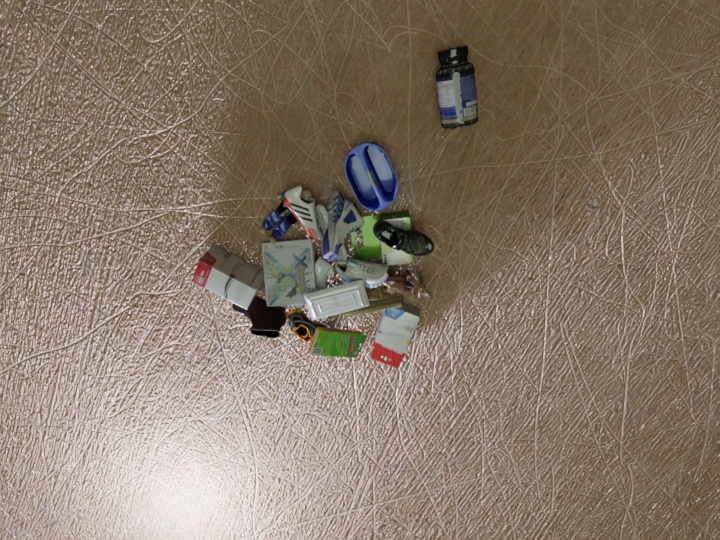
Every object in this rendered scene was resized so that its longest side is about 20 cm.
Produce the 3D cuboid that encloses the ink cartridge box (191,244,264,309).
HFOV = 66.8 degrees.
[{"bbox_3d":[-0.417,0.019,1.746,0.195,0.148,0.085,28,112,-7],"label":"ink cartridge box"}]

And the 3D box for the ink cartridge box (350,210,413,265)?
[{"bbox_3d":[0.065,-0.095,1.713,0.192,0.076,0.153,-6,110,4],"label":"ink cartridge box"}]

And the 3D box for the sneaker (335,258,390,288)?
[{"bbox_3d":[0.000,0.000,1.698,0.194,0.077,0.087,-2,143,34],"label":"sneaker"}]

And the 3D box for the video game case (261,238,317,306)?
[{"bbox_3d":[-0.228,0.009,1.751,0.175,0.022,0.209,-4,94,17],"label":"video game case"}]

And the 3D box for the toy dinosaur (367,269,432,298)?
[{"bbox_3d":[0.122,0.043,1.705,0.192,0.135,0.090,0,92,-16],"label":"toy dinosaur"}]

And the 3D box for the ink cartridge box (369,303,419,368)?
[{"bbox_3d":[0.113,0.210,1.830,0.112,0.068,0.206,20,110,-4],"label":"ink cartridge box"}]

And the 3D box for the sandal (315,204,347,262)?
[{"bbox_3d":[-0.082,-0.120,1.724,0.049,0.081,0.208,-37,116,-28],"label":"sandal"}]

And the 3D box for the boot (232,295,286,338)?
[{"bbox_3d":[-0.340,0.152,1.780,0.192,0.167,0.075,9,112,0],"label":"boot"}]

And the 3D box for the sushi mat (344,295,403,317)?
[{"bbox_3d":[0.046,0.110,1.780,0.192,0.096,0.013,-12,111,8],"label":"sushi mat"}]

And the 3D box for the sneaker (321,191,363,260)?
[{"bbox_3d":[-0.045,-0.129,1.655,0.112,0.080,0.207,17,72,-26],"label":"sneaker"}]

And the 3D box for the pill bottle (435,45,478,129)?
[{"bbox_3d":[0.268,-0.511,1.527,0.107,0.112,0.207,-8,110,6],"label":"pill bottle"}]

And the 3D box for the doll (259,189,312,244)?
[{"bbox_3d":[-0.223,-0.176,1.715,0.136,0.049,0.200,43,103,-16],"label":"doll"}]

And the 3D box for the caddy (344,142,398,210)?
[{"bbox_3d":[0.035,-0.282,1.628,0.138,0.106,0.205,-24,108,13],"label":"caddy"}]

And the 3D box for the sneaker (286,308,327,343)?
[{"bbox_3d":[-0.172,0.207,1.819,0.078,0.079,0.198,-40,128,19],"label":"sneaker"}]

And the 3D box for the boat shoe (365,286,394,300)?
[{"bbox_3d":[0.026,0.064,1.784,0.192,0.069,0.074,-8,92,-14],"label":"boat shoe"}]

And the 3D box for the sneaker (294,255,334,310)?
[{"bbox_3d":[-0.153,0.056,1.787,0.078,0.071,0.204,28,109,-11],"label":"sneaker"}]

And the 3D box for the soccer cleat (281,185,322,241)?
[{"bbox_3d":[-0.160,-0.172,1.669,0.084,0.069,0.201,-33,125,8],"label":"soccer cleat"}]

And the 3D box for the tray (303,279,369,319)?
[{"bbox_3d":[-0.073,0.099,1.710,0.192,0.023,0.110,-14,125,5],"label":"tray"}]

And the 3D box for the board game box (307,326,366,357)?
[{"bbox_3d":[-0.075,0.244,1.835,0.194,0.030,0.098,11,113,-32],"label":"board game box"}]

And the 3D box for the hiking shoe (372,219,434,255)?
[{"bbox_3d":[0.127,-0.082,1.621,0.193,0.101,0.078,17,111,-4],"label":"hiking shoe"}]
